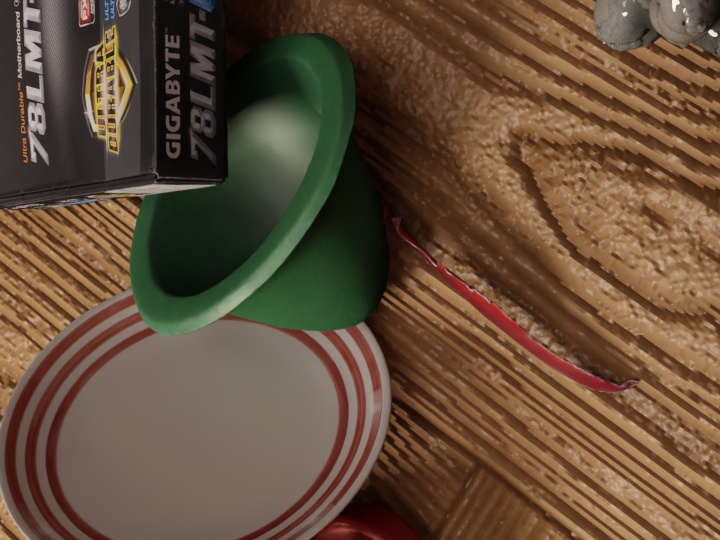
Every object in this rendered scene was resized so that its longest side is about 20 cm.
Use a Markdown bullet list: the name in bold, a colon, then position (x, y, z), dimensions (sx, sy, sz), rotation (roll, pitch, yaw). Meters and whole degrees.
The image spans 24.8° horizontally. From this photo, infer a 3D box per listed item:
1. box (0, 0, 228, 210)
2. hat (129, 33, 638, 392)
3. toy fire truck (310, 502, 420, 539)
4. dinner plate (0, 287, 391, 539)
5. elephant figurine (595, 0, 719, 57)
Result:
- **box**: position (-0.144, -0.136, 0.858), dimensions (0.198, 0.050, 0.200), rotation (-2, 89, 49)
- **hat**: position (0.000, 0.000, 0.840), dimensions (0.166, 0.176, 0.200), rotation (-42, 35, 24)
- **toy fire truck**: position (-0.055, 0.204, 0.829), dimensions (0.200, 0.112, 0.168), rotation (11, 114, 28)
- **dinner plate**: position (-0.082, 0.077, 0.817), dimensions (0.200, 0.200, 0.024), rotation (18, 141, 26)
- **elephant figurine**: position (0.209, -0.083, 0.674), dimensions (0.141, 0.155, 0.200), rotation (-40, 81, -22)
